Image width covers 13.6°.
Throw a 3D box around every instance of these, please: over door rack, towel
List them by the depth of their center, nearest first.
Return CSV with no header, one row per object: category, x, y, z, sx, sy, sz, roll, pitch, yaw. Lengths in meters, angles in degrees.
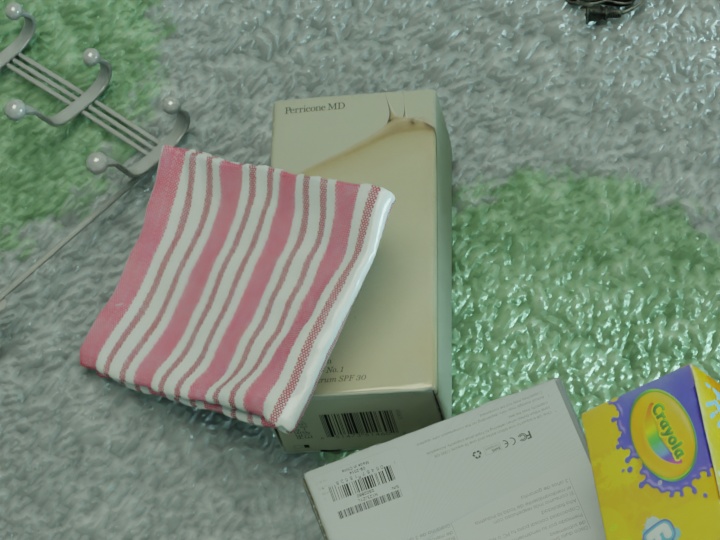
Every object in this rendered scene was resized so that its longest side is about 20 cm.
towel,-0.074,0.007,1.709,0.199,0.030,0.147,13,78,49
over door rack,-0.220,-0.063,1.824,0.147,0.067,0.200,32,70,26

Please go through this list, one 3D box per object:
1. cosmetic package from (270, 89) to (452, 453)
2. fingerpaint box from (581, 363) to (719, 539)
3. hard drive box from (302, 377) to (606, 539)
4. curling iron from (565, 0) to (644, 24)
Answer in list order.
cosmetic package,0.000,0.000,1.744,0.103,0.073,0.201,-5,60,8
fingerpaint box,0.199,0.173,1.546,0.073,0.167,0.201,-26,55,25
hard drive box,0.075,0.181,1.621,0.155,0.077,0.201,-20,58,-2
curling iron,0.089,-0.207,1.876,0.199,0.026,0.050,27,65,24
